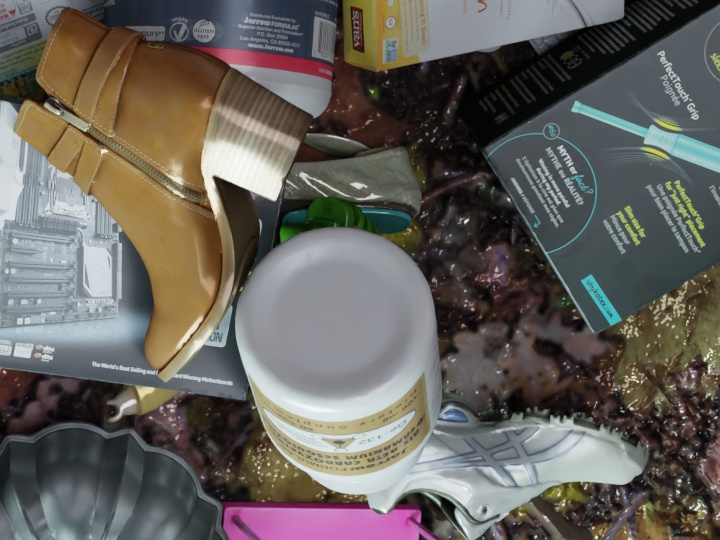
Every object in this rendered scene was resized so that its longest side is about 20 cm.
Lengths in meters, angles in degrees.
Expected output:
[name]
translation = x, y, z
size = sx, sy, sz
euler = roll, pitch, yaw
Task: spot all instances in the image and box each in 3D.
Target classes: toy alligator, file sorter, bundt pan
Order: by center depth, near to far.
[bundt pan]
translation = -0.178, 0.200, 1.365
size = 0.202, 0.076, 0.202
euler = -1, 104, -5
[toy alligator]
translation = 0.000, 0.000, 1.389
size = 0.200, 0.059, 0.054
euler = 47, 59, -56
[file sorter]
translation = -0.018, 0.265, 1.426
size = 0.139, 0.125, 0.200
euler = 3, 99, -19

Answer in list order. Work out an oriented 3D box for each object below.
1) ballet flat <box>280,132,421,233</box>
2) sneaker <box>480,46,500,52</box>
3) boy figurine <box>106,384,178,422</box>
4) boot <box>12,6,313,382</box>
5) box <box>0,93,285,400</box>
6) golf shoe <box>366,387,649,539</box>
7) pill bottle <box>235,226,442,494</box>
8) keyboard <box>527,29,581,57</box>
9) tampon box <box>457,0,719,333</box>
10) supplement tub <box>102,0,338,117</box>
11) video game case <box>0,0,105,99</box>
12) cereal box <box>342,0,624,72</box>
[ballet flat]
translation = -0.058, -0.057, 1.394
size = 0.200, 0.067, 0.062
euler = 2, 72, -22
[sneaker]
translation = 0.090, -0.235, 1.403
size = 0.100, 0.075, 0.200
euler = 24, 89, -38
[boy figurine]
translation = -0.137, 0.036, 1.376
size = 0.200, 0.064, 0.125
euler = 4, 97, -16
[boot]
translation = -0.130, -0.042, 1.237
size = 0.155, 0.077, 0.200
euler = 24, 126, 0
[box]
translation = -0.153, -0.015, 1.303
size = 0.200, 0.050, 0.158
euler = 9, 98, -17
[golf shoe]
translation = 0.093, 0.136, 1.454
size = 0.200, 0.078, 0.097
euler = 10, 76, -11
[pill bottle]
translation = -0.008, 0.063, 1.310
size = 0.114, 0.200, 0.115
euler = -2, 67, 4
[keyboard]
translation = 0.165, -0.126, 1.473
size = 0.056, 0.011, 0.200
euler = -40, 110, -8
[tampon box]
translation = 0.189, -0.084, 1.402
size = 0.200, 0.126, 0.150
euler = -31, 107, 4
[supplement tub]
translation = -0.080, -0.192, 1.301
size = 0.140, 0.140, 0.200
euler = 4, 90, -19
[video game case]
translation = -0.222, -0.121, 1.339
size = 0.200, 0.022, 0.183
euler = -22, 107, -14
[cereal box]
translation = 0.077, -0.208, 1.327
size = 0.200, 0.040, 0.144
euler = -16, 114, -33
